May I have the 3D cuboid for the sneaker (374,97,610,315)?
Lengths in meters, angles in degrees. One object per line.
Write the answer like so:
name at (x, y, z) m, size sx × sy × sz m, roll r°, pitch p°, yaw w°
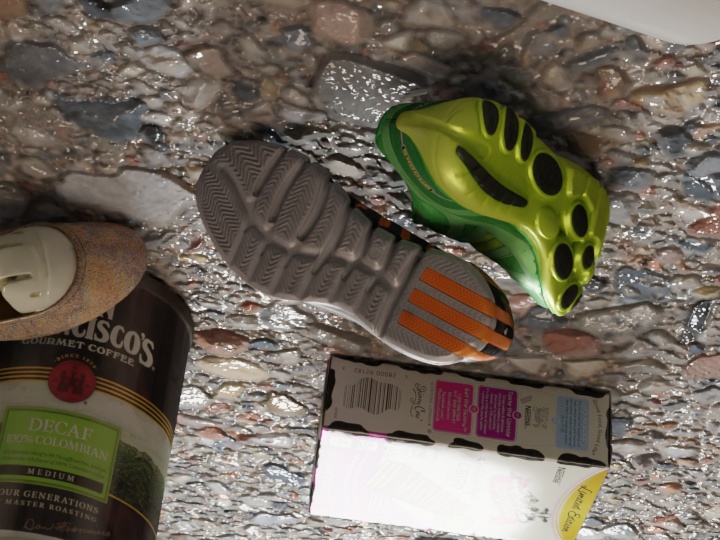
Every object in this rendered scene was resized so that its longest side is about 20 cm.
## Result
sneaker at (0.077, -0.042, 0.904) m, size 0.083 × 0.074 × 0.200 m, roll 20°, pitch 165°, yaw 39°

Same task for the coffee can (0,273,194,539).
coffee can at (-0.192, 0.113, 1.047) m, size 0.145 × 0.201 × 0.147 m, roll 4°, pitch 147°, yaw 3°

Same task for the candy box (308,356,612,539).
candy box at (0.067, 0.132, 1.156) m, size 0.198 × 0.061 × 0.137 m, roll 7°, pitch 146°, yaw -1°

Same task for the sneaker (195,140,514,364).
sneaker at (0.000, 0.000, 0.931) m, size 0.199 × 0.078 × 0.112 m, roll 34°, pitch -178°, yaw 20°

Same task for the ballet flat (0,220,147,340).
ballet flat at (-0.227, 0.011, 0.980) m, size 0.198 × 0.069 × 0.067 m, roll -17°, pitch 164°, yaw 0°

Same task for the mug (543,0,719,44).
mug at (0.121, -0.168, 0.631) m, size 0.152 × 0.151 × 0.186 m, roll 21°, pitch 151°, yaw -34°
